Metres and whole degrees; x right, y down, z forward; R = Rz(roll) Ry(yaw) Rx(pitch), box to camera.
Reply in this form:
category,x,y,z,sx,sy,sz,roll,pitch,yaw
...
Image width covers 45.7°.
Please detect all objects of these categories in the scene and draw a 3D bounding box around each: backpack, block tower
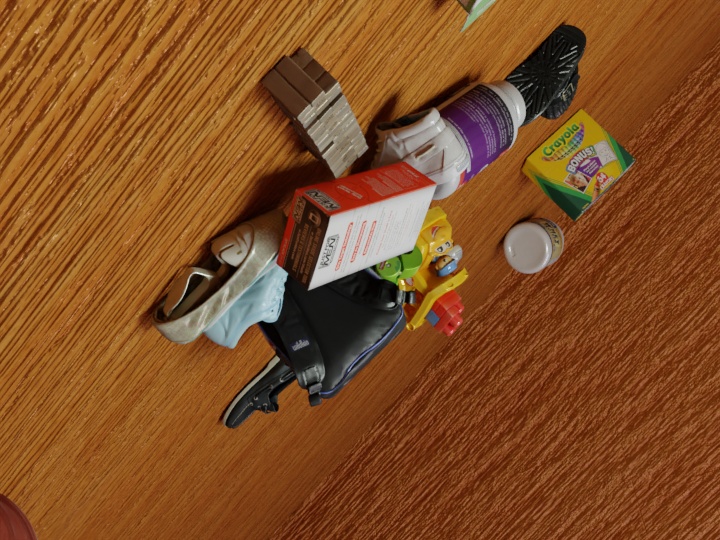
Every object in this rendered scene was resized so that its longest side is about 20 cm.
category,x,y,z,sx,sy,sz,roll,pitch,yaw
backpack,-0.050,0.054,1.162,0.200,0.191,0.154,-43,170,-10
block tower,-0.041,-0.157,0.886,0.054,0.058,0.200,-44,167,0

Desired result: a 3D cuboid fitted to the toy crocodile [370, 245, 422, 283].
category,x,y,z,sx,sy,sz,roll,pitch,yaw
toy crocodile,0.000,0.000,1.305,0.196,0.063,0.068,-8,157,-4

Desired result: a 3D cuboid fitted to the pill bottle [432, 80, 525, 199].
category,x,y,z,sx,sy,sz,roll,pitch,yaw
pill bottle,0.146,-0.192,1.206,0.199,0.112,0.113,-37,163,-31

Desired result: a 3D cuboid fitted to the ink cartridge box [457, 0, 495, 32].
category,x,y,z,sx,sy,sz,roll,pitch,yaw
ink cartridge box,0.138,-0.334,0.878,0.104,0.059,0.200,-44,179,-6

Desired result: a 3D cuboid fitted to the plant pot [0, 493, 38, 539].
category,x,y,z,sx,sy,sz,roll,pitch,yaw
plant pot,-0.398,0.246,0.724,0.200,0.200,0.197,-39,156,-24

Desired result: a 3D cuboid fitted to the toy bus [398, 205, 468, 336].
category,x,y,z,sx,sy,sz,roll,pitch,yaw
toy bus,0.128,0.016,1.561,0.135,0.192,0.201,-29,157,-43

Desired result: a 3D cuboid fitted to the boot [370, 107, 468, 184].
category,x,y,z,sx,sy,sz,roll,pitch,yaw
boot,0.043,-0.151,1.114,0.198,0.096,0.074,-16,-153,41

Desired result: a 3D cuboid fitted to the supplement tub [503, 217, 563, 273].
category,x,y,z,sx,sy,sz,roll,pitch,yaw
supplement tub,0.507,-0.076,2.476,0.145,0.144,0.199,-52,165,25

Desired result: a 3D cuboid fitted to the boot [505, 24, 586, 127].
category,x,y,z,sx,sy,sz,roll,pitch,yaw
boot,0.301,-0.295,1.436,0.211,0.079,0.158,-45,166,-7

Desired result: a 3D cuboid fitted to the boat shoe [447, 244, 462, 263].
category,x,y,z,sx,sy,sz,roll,pitch,yaw
boat shoe,0.184,0.031,1.993,0.202,0.071,0.070,-52,164,21

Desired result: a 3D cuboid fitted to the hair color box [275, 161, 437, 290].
category,x,y,z,sx,sy,sz,roll,pitch,yaw
hair color box,-0.001,-0.057,1.005,0.198,0.061,0.103,-21,139,-48

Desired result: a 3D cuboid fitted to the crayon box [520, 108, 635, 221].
category,x,y,z,sx,sy,sz,roll,pitch,yaw
crayon box,0.495,-0.241,1.939,0.199,0.173,0.058,-41,169,-19

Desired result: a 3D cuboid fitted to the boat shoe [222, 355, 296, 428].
category,x,y,z,sx,sy,sz,roll,pitch,yaw
boat shoe,-0.164,0.221,1.529,0.199,0.066,0.075,-46,166,-1

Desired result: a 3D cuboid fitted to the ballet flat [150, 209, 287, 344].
category,x,y,z,sx,sy,sz,roll,pitch,yaw
ballet flat,-0.160,0.002,0.971,0.201,0.067,0.062,-49,137,2

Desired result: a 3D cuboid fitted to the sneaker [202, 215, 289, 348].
category,x,y,z,sx,sy,sz,roll,pitch,yaw
sneaker,-0.116,0.015,1.043,0.199,0.082,0.074,-42,-152,14
